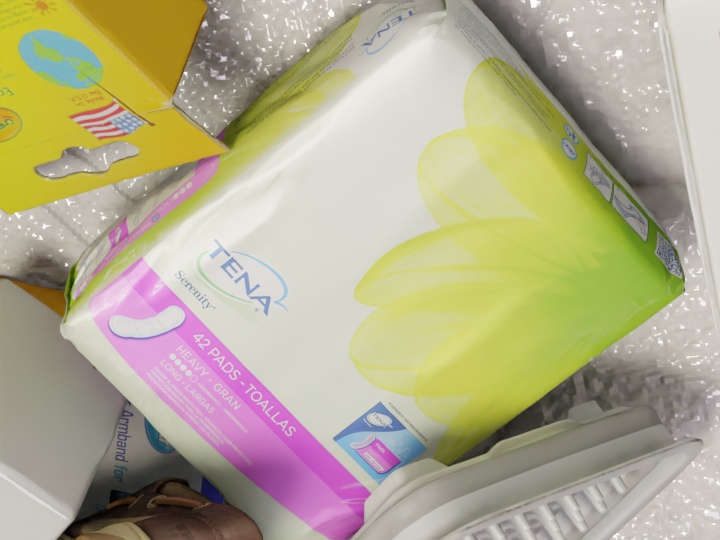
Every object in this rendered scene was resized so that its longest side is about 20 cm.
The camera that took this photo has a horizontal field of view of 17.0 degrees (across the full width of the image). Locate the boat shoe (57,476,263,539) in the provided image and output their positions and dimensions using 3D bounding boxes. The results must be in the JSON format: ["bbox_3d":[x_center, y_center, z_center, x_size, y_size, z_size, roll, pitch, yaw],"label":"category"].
[{"bbox_3d":[-0.080,0.119,0.945,0.072,0.200,0.073,-27,85,-18],"label":"boat shoe"}]

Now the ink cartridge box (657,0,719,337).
[{"bbox_3d":[0.215,-0.062,0.844,0.198,0.086,0.147,-6,120,16],"label":"ink cartridge box"}]

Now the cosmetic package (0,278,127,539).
[{"bbox_3d":[-0.181,0.110,0.976,0.071,0.102,0.200,36,121,-12],"label":"cosmetic package"}]

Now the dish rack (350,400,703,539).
[{"bbox_3d":[0.029,0.120,0.958,0.044,0.171,0.200,58,135,19],"label":"dish rack"}]

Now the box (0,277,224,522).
[{"bbox_3d":[-0.136,0.065,1.023,0.198,0.042,0.120,11,123,1],"label":"box"}]

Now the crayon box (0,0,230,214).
[{"bbox_3d":[-0.147,-0.105,0.868,0.126,0.051,0.200,-12,138,38],"label":"crayon box"}]

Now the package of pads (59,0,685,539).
[{"bbox_3d":[0.000,0.000,0.920,0.200,0.068,0.155,-38,109,15],"label":"package of pads"}]
